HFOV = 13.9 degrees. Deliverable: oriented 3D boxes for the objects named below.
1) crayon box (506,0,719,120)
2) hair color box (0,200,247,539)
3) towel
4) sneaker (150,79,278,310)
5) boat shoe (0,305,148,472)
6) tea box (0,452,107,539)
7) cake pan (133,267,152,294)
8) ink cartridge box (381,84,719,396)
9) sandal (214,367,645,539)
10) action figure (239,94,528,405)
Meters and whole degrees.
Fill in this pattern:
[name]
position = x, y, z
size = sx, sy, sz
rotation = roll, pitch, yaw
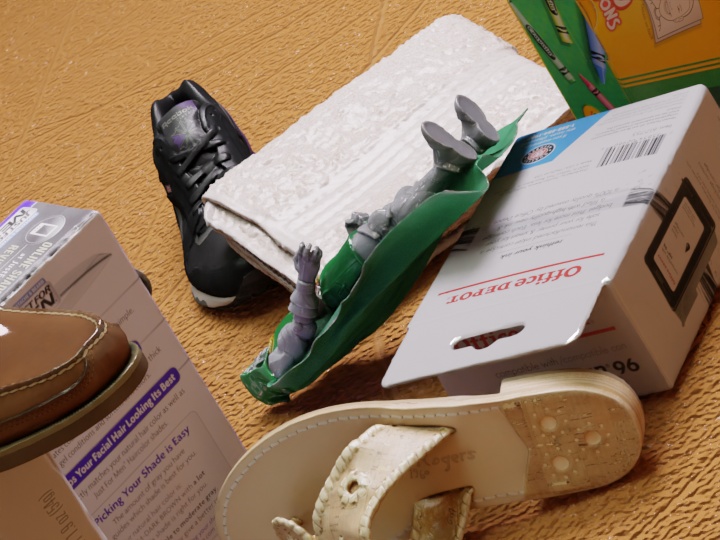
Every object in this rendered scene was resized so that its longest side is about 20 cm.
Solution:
[crayon box]
position = 0.132, -0.165, 1.512
size = 0.119, 0.200, 0.058
rotation = -45, 26, -25
[hair color box]
position = -0.126, 0.079, 1.355
size = 0.065, 0.200, 0.109
rotation = 10, 47, 48
[towel]
position = 0.020, -0.061, 1.601
size = 0.200, 0.035, 0.132
rotation = -39, 46, -18
[sneaker]
position = -0.089, -0.047, 1.692
size = 0.076, 0.088, 0.200
rotation = -32, 24, 0
[boat shoe]
position = -0.178, 0.040, 1.169
size = 0.200, 0.068, 0.072
rotation = -12, 27, 32
[tea box]
position = -0.185, 0.186, 1.230
size = 0.197, 0.200, 0.134
rotation = -42, 26, -18
[cake pan]
position = -0.198, 0.059, 1.559
size = 0.200, 0.037, 0.200
rotation = -22, -16, -7
[ink cartridge box]
position = 0.101, 0.006, 1.386
size = 0.116, 0.068, 0.200
rotation = -15, 29, 36
[sandal]
position = 0.021, 0.100, 1.295
size = 0.211, 0.078, 0.070
rotation = -17, 22, 20
[action figure]
position = 0.000, 0.000, 1.468
size = 0.200, 0.055, 0.118
rotation = -51, -8, 31
